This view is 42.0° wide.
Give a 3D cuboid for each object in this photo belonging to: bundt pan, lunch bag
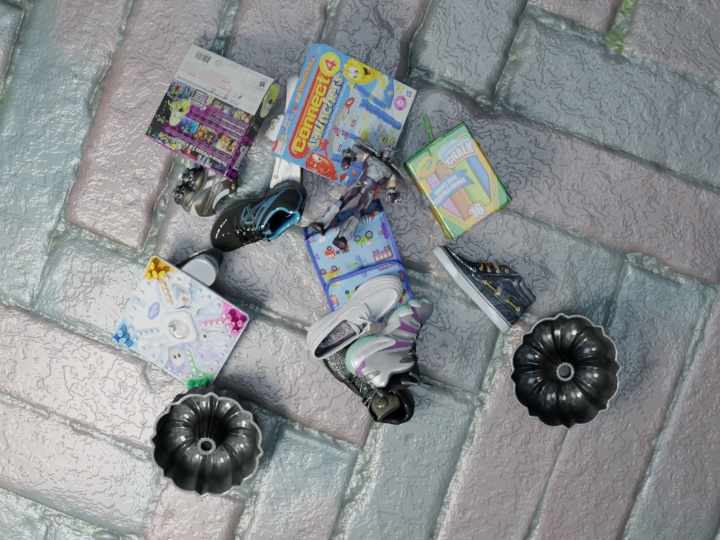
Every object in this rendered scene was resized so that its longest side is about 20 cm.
[{"bbox_3d":[0.355,0.172,1.659,0.197,0.076,0.207,0,95,1],"label":"bundt pan"},{"bbox_3d":[0.000,0.000,1.654,0.148,0.094,0.204,-20,108,1],"label":"lunch bag"},{"bbox_3d":[-0.267,0.292,1.652,0.197,0.076,0.207,-1,108,-3],"label":"bundt pan"}]

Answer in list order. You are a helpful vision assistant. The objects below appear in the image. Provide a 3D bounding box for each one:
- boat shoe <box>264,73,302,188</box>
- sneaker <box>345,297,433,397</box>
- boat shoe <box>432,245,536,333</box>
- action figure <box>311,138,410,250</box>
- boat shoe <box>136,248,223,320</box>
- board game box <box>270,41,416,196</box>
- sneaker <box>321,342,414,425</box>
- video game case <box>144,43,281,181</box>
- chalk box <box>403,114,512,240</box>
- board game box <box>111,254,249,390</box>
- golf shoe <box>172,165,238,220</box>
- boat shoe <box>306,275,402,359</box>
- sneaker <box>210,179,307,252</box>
[{"bbox_3d":[-0.133,-0.239,1.632,0.068,0.071,0.205,2,96,-2],"label":"boat shoe"},{"bbox_3d":[0.085,0.145,1.614,0.199,0.078,0.140,-37,61,-21],"label":"sneaker"},{"bbox_3d":[0.218,0.009,1.654,0.091,0.071,0.200,-44,100,2],"label":"boat shoe"},{"bbox_3d":[0.005,-0.132,1.559,0.129,0.069,0.202,34,82,6],"label":"action figure"},{"bbox_3d":[-0.321,0.020,1.656,0.198,0.068,0.074,-36,105,27],"label":"boat shoe"},{"bbox_3d":[-0.027,-0.254,1.598,0.193,0.056,0.204,19,95,-28],"label":"board game box"},{"bbox_3d":[0.015,0.198,1.647,0.199,0.114,0.077,42,92,-1],"label":"sneaker"},{"bbox_3d":[-0.252,-0.271,1.594,0.198,0.036,0.184,26,87,28],"label":"video game case"},{"bbox_3d":[0.152,-0.171,1.610,0.123,0.125,0.202,-33,93,3],"label":"chalk box"},{"bbox_3d":[-0.319,0.103,1.641,0.198,0.026,0.202,33,119,-2],"label":"board game box"},{"bbox_3d":[-0.242,-0.183,1.647,0.094,0.078,0.202,34,93,-24],"label":"golf shoe"},{"bbox_3d":[-0.009,0.084,1.616,0.197,0.069,0.073,-30,120,9],"label":"boat shoe"},{"bbox_3d":[-0.181,-0.083,1.620,0.198,0.083,0.073,-30,126,19],"label":"sneaker"}]
